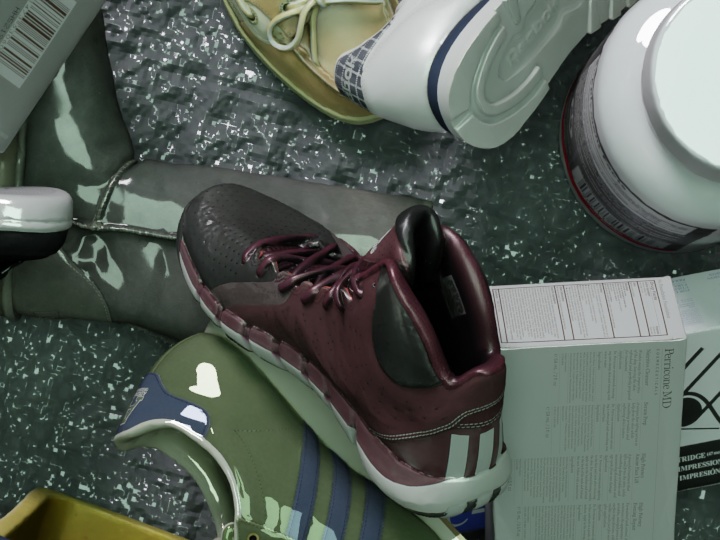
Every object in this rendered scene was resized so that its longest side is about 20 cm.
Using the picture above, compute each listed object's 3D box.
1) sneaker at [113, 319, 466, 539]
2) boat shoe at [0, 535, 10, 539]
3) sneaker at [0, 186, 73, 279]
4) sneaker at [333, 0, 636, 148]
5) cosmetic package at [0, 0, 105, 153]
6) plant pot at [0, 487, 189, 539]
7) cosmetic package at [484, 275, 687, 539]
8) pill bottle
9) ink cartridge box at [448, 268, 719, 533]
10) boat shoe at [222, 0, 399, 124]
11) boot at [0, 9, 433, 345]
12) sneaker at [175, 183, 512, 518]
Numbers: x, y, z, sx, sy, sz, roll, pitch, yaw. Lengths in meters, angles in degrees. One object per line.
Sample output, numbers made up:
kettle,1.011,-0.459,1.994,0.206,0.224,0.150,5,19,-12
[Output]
sneaker,-0.026,0.114,1.171,0.090,0.067,0.200,-39,83,-24
boat shoe,-0.115,0.157,1.025,0.199,0.069,0.084,21,97,0
sneaker,-0.199,0.021,1.189,0.200,0.073,0.112,-2,91,41
sneaker,0.070,-0.137,1.225,0.200,0.080,0.077,-45,130,-32
cosmetic package,-0.214,-0.149,1.187,0.200,0.090,0.107,31,88,25
plant pot,-0.093,0.229,1.157,0.195,0.194,0.201,20,92,0
cosmetic package,0.096,0.097,1.180,0.082,0.051,0.201,-2,126,-1
pill bottle,0.151,-0.070,1.173,0.110,0.200,0.111,0,86,-3
ink cartridge box,0.107,0.059,1.217,0.199,0.044,0.094,-11,127,-3
boat shoe,-0.039,-0.158,1.242,0.073,0.063,0.201,-28,87,-3
boot,-0.066,-0.040,1.229,0.199,0.073,0.183,9,100,5
sneaker,0.000,0.000,1.117,0.076,0.116,0.200,-27,56,-31
